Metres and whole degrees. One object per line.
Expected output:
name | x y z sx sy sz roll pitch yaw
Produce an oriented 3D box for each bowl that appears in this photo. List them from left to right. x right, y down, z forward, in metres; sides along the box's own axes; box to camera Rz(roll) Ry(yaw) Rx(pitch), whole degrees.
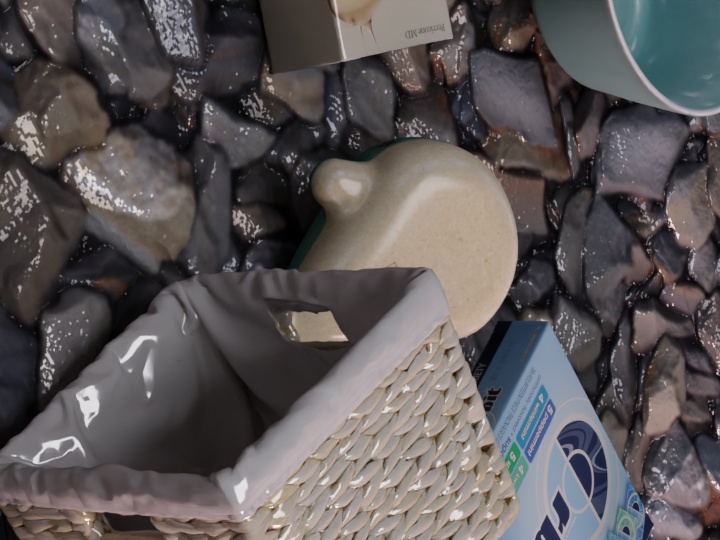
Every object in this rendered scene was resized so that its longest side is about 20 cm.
bowl | 0.193 -0.204 1.588 0.200 0.104 0.203 5 83 -47

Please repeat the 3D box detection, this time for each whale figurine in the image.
whale figurine | 0.000 0.000 1.389 0.199 0.104 0.160 -34 114 -17

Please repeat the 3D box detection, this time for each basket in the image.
basket | -0.053 0.114 1.197 0.200 0.197 0.162 -46 121 -39

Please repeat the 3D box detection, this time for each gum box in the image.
gum box | 0.113 0.163 1.465 0.170 0.044 0.201 -58 133 -36

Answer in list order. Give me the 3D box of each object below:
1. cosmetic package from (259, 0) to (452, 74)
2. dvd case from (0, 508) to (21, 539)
cosmetic package | -0.016 -0.231 1.388 0.103 0.073 0.202 -18 99 -41
dvd case | -0.133 0.202 1.267 0.145 0.022 0.202 -16 99 -46
